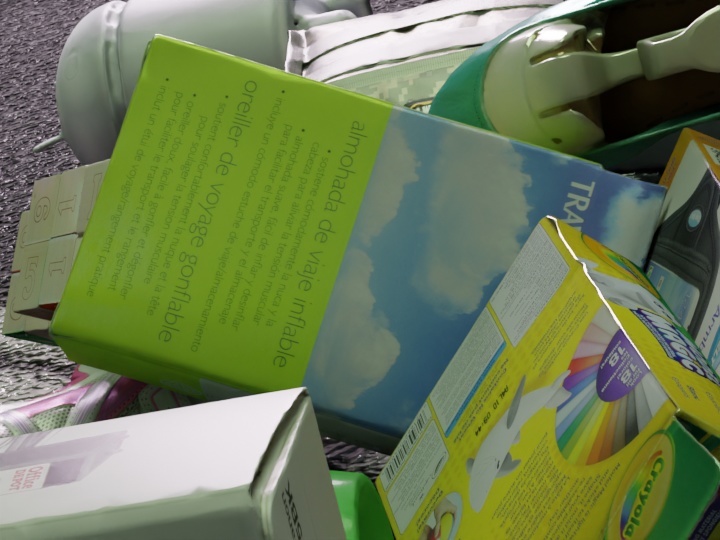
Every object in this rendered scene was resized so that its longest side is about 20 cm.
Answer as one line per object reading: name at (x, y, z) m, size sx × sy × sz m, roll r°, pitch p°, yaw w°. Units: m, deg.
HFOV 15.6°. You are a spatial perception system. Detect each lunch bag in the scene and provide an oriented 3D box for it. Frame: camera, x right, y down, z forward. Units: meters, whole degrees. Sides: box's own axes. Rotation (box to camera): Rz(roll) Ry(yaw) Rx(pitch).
lunch bag at (0.046, -0.051, 1.214) m, size 0.163 × 0.118 × 0.200 m, roll -11°, pitch 25°, yaw 8°

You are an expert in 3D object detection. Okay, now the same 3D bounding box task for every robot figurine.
robot figurine at (-0.087, -0.105, 1.484) m, size 0.199 × 0.114 × 0.170 m, roll -10°, pitch 22°, yaw 13°

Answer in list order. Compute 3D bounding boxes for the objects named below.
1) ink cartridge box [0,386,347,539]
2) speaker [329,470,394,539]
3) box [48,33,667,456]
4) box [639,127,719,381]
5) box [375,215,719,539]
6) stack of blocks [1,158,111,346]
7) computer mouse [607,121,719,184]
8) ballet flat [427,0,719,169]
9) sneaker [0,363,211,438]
ink cartridge box at (-0.096, 0.126, 0.732) m, size 0.199 × 0.148 × 0.083 m, roll -10°, pitch 16°, yaw 13°
speaker at (-0.088, 0.120, 0.848) m, size 0.199 × 0.089 × 0.089 m, roll -12°, pitch 18°, yaw 10°
box at (0.000, 0.000, 0.962) m, size 0.199 × 0.123 × 0.048 m, roll 17°, pitch -12°, yaw 7°
box at (0.117, 0.034, 0.890) m, size 0.041 × 0.120 × 0.200 m, roll 21°, pitch 15°, yaw -7°
box at (0.066, 0.070, 0.815) m, size 0.048 × 0.118 × 0.200 m, roll 28°, pitch 14°, yaw -16°
stack of blocks at (-0.085, 0.000, 1.108) m, size 0.115 × 0.059 × 0.200 m, roll 14°, pitch -10°, yaw -27°
computer mouse at (0.134, -0.030, 1.084) m, size 0.199 × 0.139 × 0.053 m, roll -12°, pitch 6°, yaw -30°
ballet flat at (0.104, -0.079, 0.979) m, size 0.199 × 0.068 × 0.070 m, roll -17°, pitch -8°, yaw 20°
sneaker at (-0.091, 0.075, 0.992) m, size 0.088 × 0.082 × 0.200 m, roll -6°, pitch 20°, yaw 31°
